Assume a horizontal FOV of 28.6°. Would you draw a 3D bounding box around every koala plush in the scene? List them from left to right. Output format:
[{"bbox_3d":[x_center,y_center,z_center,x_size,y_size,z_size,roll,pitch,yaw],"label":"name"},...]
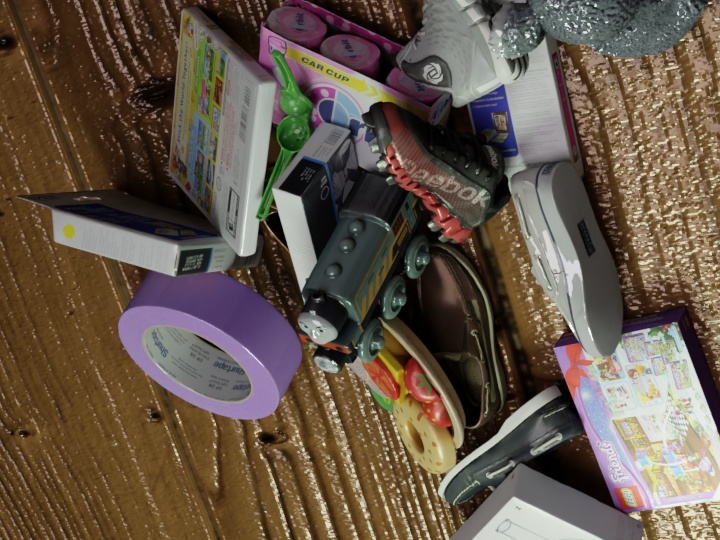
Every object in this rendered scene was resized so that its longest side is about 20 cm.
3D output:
[{"bbox_3d":[0.201,-0.247,1.190,0.177,0.200,0.184,-20,103,33],"label":"koala plush"}]

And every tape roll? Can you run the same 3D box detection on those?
[{"bbox_3d":[-0.167,0.081,1.574,0.199,0.066,0.200,19,147,13],"label":"tape roll"}]

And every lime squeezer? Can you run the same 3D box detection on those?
[{"bbox_3d":[-0.075,-0.145,1.373,0.038,0.071,0.200,40,140,28],"label":"lime squeezer"}]

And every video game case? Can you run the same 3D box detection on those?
[{"bbox_3d":[-0.147,-0.145,1.469,0.182,0.023,0.201,46,137,43],"label":"video game case"}]

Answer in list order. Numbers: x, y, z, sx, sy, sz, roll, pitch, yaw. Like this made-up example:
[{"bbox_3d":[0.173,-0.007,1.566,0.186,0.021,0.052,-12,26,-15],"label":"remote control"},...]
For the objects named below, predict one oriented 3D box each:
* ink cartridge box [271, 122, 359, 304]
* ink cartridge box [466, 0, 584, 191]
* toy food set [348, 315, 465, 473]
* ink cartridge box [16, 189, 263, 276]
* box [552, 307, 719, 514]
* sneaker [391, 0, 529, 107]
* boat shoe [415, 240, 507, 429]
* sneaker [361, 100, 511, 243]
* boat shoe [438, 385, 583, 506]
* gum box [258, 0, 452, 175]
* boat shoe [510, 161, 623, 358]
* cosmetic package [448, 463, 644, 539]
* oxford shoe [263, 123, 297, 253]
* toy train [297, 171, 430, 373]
[{"bbox_3d":[-0.033,-0.044,1.428,0.039,0.100,0.200,19,147,23],"label":"ink cartridge box"},{"bbox_3d":[0.147,-0.174,1.355,0.094,0.037,0.201,-4,114,30],"label":"ink cartridge box"},{"bbox_3d":[0.037,0.114,1.489,0.198,0.049,0.200,47,164,24],"label":"toy food set"},{"bbox_3d":[-0.235,-0.041,1.520,0.199,0.198,0.047,14,100,20],"label":"ink cartridge box"},{"bbox_3d":[0.294,0.145,1.429,0.136,0.039,0.201,-14,106,32],"label":"box"},{"bbox_3d":[0.062,-0.241,1.303,0.115,0.075,0.200,-31,80,31],"label":"sneaker"},{"bbox_3d":[0.101,0.071,1.472,0.075,0.075,0.203,-13,106,32],"label":"boat shoe"},{"bbox_3d":[0.077,-0.104,1.317,0.098,0.071,0.200,-25,140,19],"label":"sneaker"},{"bbox_3d":[0.157,0.202,1.499,0.060,0.075,0.200,54,132,18],"label":"boat shoe"},{"bbox_3d":[-0.012,-0.177,1.399,0.200,0.066,0.114,27,140,13],"label":"gum box"},{"bbox_3d":[0.195,-0.007,1.363,0.066,0.072,0.200,-4,117,43],"label":"boat shoe"},{"bbox_3d":[0.186,0.303,1.513,0.150,0.052,0.200,27,134,-5],"label":"cosmetic package"},{"bbox_3d":[-0.093,-0.092,1.499,0.071,0.071,0.200,-36,92,37],"label":"oxford shoe"},{"bbox_3d":[0.000,0.000,1.384,0.085,0.200,0.114,15,151,27],"label":"toy train"}]
